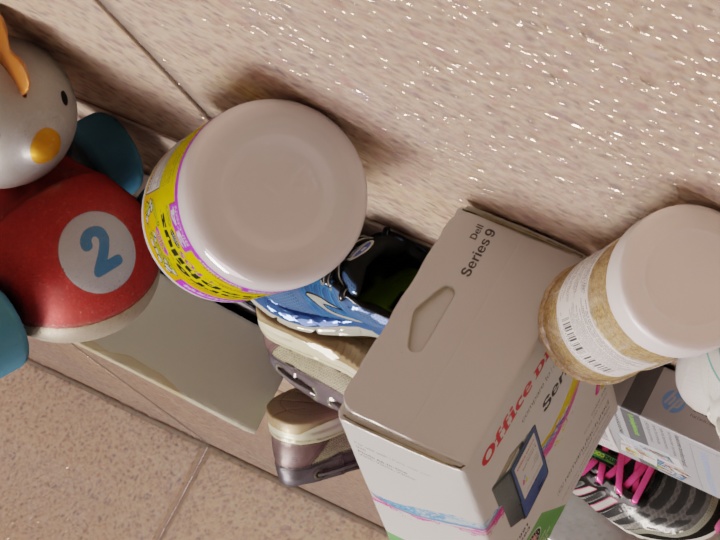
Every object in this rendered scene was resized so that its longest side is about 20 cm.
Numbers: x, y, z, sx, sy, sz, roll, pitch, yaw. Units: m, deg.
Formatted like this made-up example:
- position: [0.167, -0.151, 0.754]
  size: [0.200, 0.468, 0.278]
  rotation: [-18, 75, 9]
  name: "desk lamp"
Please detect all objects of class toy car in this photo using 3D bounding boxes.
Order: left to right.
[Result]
- position: [-0.209, -0.070, 1.476]
  size: [0.177, 0.184, 0.200]
  rotation: [37, 147, 39]
  name: "toy car"

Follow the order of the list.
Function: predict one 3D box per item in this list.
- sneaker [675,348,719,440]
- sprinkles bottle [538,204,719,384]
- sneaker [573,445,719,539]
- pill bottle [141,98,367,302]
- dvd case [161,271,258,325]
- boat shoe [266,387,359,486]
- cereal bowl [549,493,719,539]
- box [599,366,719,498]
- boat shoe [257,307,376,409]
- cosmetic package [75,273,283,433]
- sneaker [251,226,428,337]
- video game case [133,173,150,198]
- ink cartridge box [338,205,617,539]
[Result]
- position: [0.211, 0.076, 1.243]
  size: [0.070, 0.080, 0.200]
  rotation: [29, 172, -16]
  name: "sneaker"
- position: [0.137, 0.015, 1.160]
  size: [0.068, 0.068, 0.200]
  rotation: [28, 171, -3]
  name: "sprinkles bottle"
- position: [0.164, 0.129, 1.654]
  size: [0.200, 0.074, 0.087]
  rotation: [28, 178, 31]
  name: "sneaker"
- position: [-0.067, -0.035, 1.352]
  size: [0.104, 0.104, 0.200]
  rotation: [29, 170, -10]
  name: "pill bottle"
- position: [-0.135, -0.005, 1.678]
  size: [0.148, 0.016, 0.200]
  rotation: [24, 172, 30]
  name: "dvd case"
- position: [0.016, 0.106, 1.702]
  size: [0.200, 0.065, 0.072]
  rotation: [-14, -150, -39]
  name: "boat shoe"
- position: [0.197, 0.182, 1.782]
  size: [0.200, 0.083, 0.200]
  rotation: [25, 178, 1]
  name: "cereal bowl"
- position: [0.225, 0.111, 1.500]
  size: [0.200, 0.041, 0.156]
  rotation: [25, 170, 19]
  name: "box"
- position: [0.017, 0.071, 1.546]
  size: [0.200, 0.072, 0.065]
  rotation: [25, 140, 29]
  name: "boat shoe"
- position: [-0.156, 0.034, 1.668]
  size: [0.200, 0.073, 0.103]
  rotation: [30, 175, -26]
  name: "cosmetic package"
- position: [0.000, 0.000, 1.490]
  size: [0.200, 0.079, 0.089]
  rotation: [20, 153, 24]
  name: "sneaker"
- position: [-0.086, -0.017, 1.744]
  size: [0.200, 0.023, 0.182]
  rotation: [15, 164, 49]
  name: "video game case"
- position: [0.071, 0.080, 1.345]
  size: [0.087, 0.146, 0.200]
  rotation: [21, 157, 23]
  name: "ink cartridge box"
